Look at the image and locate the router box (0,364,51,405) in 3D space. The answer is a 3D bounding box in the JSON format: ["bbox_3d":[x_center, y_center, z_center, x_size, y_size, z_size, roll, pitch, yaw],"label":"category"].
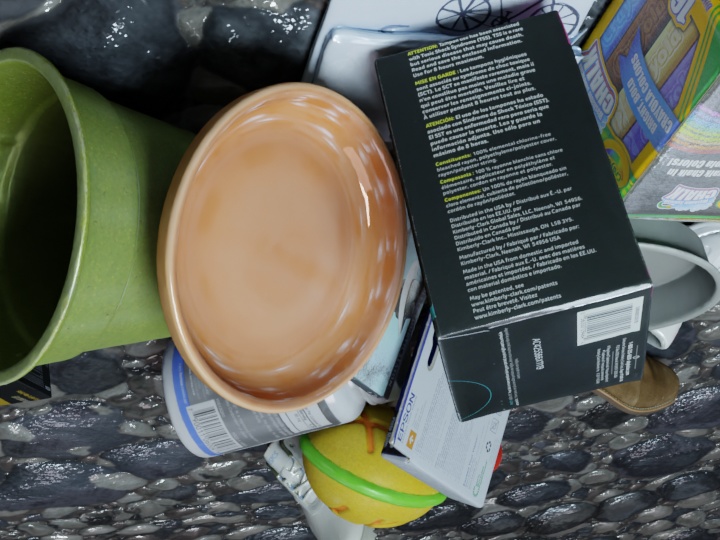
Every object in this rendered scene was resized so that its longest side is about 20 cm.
[{"bbox_3d":[-0.342,0.077,0.877,0.156,0.053,0.200,-8,168,-5],"label":"router box"}]

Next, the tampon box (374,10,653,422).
[{"bbox_3d":[0.097,-0.032,0.720,0.125,0.201,0.150,-13,152,5],"label":"tampon box"}]

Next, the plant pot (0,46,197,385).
[{"bbox_3d":[-0.152,-0.028,0.730,0.189,0.201,0.200,4,148,-45],"label":"plant pot"}]

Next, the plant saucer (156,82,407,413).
[{"bbox_3d":[-0.048,-0.014,0.691,0.037,0.202,0.200,8,166,42],"label":"plant saucer"}]

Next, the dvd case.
[{"bbox_3d":[0.000,0.000,0.819,0.022,0.147,0.200,14,164,28],"label":"dvd case"}]

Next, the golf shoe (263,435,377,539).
[{"bbox_3d":[-0.054,0.206,1.093,0.097,0.200,0.079,20,115,-37],"label":"golf shoe"}]

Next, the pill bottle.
[{"bbox_3d":[-0.061,0.086,0.972,0.198,0.115,0.114,-16,148,14],"label":"pill bottle"}]

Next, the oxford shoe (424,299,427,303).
[{"bbox_3d":[-0.017,-0.013,0.902,0.199,0.072,0.071,13,172,-38],"label":"oxford shoe"}]

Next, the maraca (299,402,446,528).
[{"bbox_3d":[0.026,0.179,1.033,0.199,0.137,0.108,11,108,-53],"label":"maraca"}]

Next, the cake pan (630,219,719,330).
[{"bbox_3d":[0.184,0.003,0.882,0.198,0.037,0.201,3,158,1],"label":"cake pan"}]

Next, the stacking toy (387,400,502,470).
[{"bbox_3d":[0.103,0.191,1.234,0.085,0.086,0.200,-24,150,21],"label":"stacking toy"}]

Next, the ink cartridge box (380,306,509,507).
[{"bbox_3d":[0.079,0.079,0.946,0.040,0.201,0.200,8,159,31],"label":"ink cartridge box"}]

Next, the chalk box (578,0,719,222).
[{"bbox_3d":[0.223,-0.114,0.745,0.123,0.125,0.200,2,147,-21],"label":"chalk box"}]

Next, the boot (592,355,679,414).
[{"bbox_3d":[0.272,0.093,1.144,0.199,0.074,0.076,17,129,-34],"label":"boot"}]

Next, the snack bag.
[{"bbox_3d":[0.063,-0.151,0.732,0.187,0.022,0.200,1,146,-18],"label":"snack bag"}]

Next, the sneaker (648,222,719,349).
[{"bbox_3d":[0.277,0.022,0.996,0.198,0.100,0.078,-15,149,6],"label":"sneaker"}]
